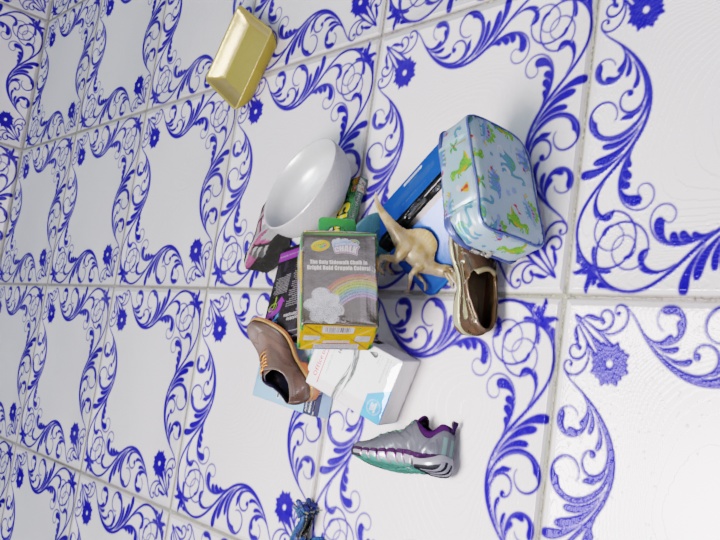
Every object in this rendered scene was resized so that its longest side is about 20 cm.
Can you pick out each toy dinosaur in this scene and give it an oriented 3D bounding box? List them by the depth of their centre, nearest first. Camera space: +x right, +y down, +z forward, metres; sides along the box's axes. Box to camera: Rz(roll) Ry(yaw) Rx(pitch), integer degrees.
[{"bbox_3d":[0.072,-0.033,1.383,0.101,0.200,0.058,-46,4,15],"label":"toy dinosaur"}]

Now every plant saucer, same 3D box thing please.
[{"bbox_3d":[-0.272,-0.496,2.000,0.200,0.048,0.201,47,115,45],"label":"plant saucer"}]

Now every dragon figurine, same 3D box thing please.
[{"bbox_3d":[-0.093,0.499,1.482,0.099,0.058,0.201,-46,47,31],"label":"dragon figurine"}]

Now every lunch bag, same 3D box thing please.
[{"bbox_3d":[0.194,-0.117,1.259,0.082,0.160,0.202,-30,55,43],"label":"lunch bag"}]

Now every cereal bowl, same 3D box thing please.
[{"bbox_3d":[-0.088,-0.143,1.598,0.199,0.083,0.201,-34,36,29],"label":"cereal bowl"}]

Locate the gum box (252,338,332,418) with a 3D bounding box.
[{"bbox_3d":[-0.118,0.175,1.620,0.199,0.044,0.172,6,83,50],"label":"gum box"}]

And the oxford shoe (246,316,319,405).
[{"bbox_3d":[-0.156,0.161,1.539,0.200,0.072,0.072,46,128,29],"label":"oxford shoe"}]

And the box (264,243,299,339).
[{"bbox_3d":[-0.115,0.036,1.623,0.142,0.036,0.202,-17,50,41],"label":"box"}]

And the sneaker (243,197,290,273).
[{"bbox_3d":[-0.181,-0.090,1.765,0.201,0.080,0.086,-60,30,6],"label":"sneaker"}]

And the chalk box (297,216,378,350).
[{"bbox_3d":[-0.039,0.013,1.359,0.124,0.123,0.202,106,165,-66],"label":"chalk box"}]

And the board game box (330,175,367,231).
[{"bbox_3d":[-0.052,-0.079,1.589,0.104,0.023,0.202,-14,50,44],"label":"board game box"}]

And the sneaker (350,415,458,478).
[{"bbox_3d":[0.074,0.276,1.363,0.198,0.074,0.088,-2,61,41],"label":"sneaker"}]

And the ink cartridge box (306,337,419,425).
[{"bbox_3d":[-0.014,0.163,1.437,0.199,0.066,0.117,26,99,29],"label":"ink cartridge box"}]

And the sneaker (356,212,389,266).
[{"bbox_3d":[0.000,0.000,1.514,0.131,0.079,0.201,110,-176,-60],"label":"sneaker"}]

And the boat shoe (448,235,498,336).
[{"bbox_3d":[0.182,-0.003,1.292,0.075,0.074,0.205,174,93,-68],"label":"boat shoe"}]

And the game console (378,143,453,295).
[{"bbox_3d":[0.132,-0.094,1.417,0.200,0.118,0.172,-46,23,29],"label":"game console"}]
